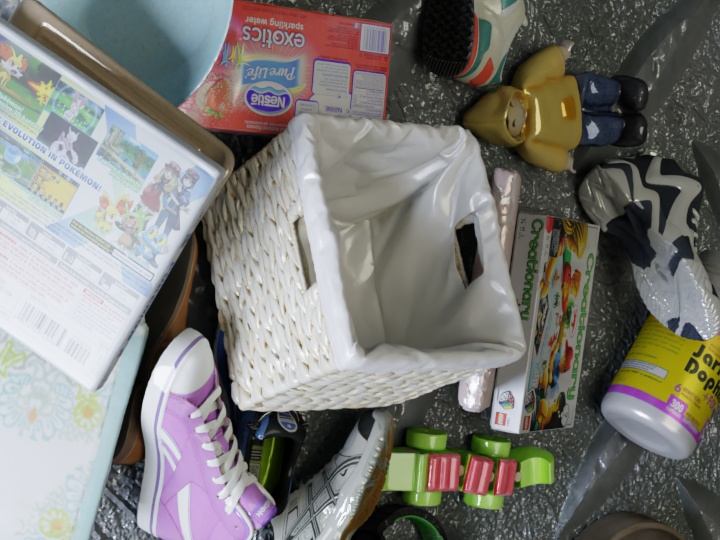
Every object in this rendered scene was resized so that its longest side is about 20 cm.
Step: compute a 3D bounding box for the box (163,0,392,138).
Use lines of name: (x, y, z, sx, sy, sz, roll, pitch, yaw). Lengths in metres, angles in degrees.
box: (-0.082, -0.158, 1.148, 0.198, 0.094, 0.104, 1, 95, -33)

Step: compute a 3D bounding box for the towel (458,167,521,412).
towel: (0.115, 0.013, 1.263, 0.032, 0.191, 0.203, 7, 93, 6)

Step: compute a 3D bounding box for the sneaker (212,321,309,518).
sneaker: (-0.074, 0.110, 1.186, 0.078, 0.089, 0.203, 2, 89, -34)

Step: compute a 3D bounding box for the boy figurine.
boy figurine: (0.183, -0.155, 1.345, 0.198, 0.064, 0.126, -4, 100, -36)

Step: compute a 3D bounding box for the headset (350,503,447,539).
headset: (0.020, 0.295, 1.269, 0.199, 0.093, 0.125, -35, 113, -38)

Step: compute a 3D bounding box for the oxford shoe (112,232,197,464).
oxford shoe: (-0.168, 0.057, 1.142, 0.071, 0.071, 0.203, 19, 89, -59)

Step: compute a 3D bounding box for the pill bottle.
pill bottle: (0.332, 0.082, 1.446, 0.104, 0.104, 0.201, 40, 74, -30)

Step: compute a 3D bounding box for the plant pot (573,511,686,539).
plant pot: (0.311, 0.360, 1.424, 0.198, 0.173, 0.203, -5, 99, -34)

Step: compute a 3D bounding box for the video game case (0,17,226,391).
video game case: (-0.219, -0.046, 0.996, 0.199, 0.022, 0.184, 34, 101, 7)

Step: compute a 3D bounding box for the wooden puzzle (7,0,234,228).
wooden puzzle: (-0.211, -0.064, 1.022, 0.199, 0.037, 0.186, 38, 101, 5)

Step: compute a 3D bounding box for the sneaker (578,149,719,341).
sneaker: (0.316, -0.036, 1.411, 0.129, 0.080, 0.200, -28, 73, -36)

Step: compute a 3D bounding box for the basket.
basket: (0.000, 0.000, 1.139, 0.198, 0.160, 0.201, 1, 70, -41)

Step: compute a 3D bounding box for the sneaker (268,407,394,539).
sneaker: (-0.038, 0.201, 1.224, 0.202, 0.087, 0.076, -64, 161, -18)

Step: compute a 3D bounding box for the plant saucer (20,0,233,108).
plant saucer: (-0.164, -0.206, 1.047, 0.039, 0.199, 0.204, -5, 100, -60)

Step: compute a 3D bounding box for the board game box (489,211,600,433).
board game box: (0.177, 0.050, 1.354, 0.126, 0.034, 0.203, 4, 94, -58)

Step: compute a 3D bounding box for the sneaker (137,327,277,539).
sneaker: (-0.110, 0.142, 1.114, 0.073, 0.113, 0.203, -46, 151, -48)

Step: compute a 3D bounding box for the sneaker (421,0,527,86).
sneaker: (0.115, -0.264, 1.294, 0.093, 0.070, 0.203, 14, 85, -51)

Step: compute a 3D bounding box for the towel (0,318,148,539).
towel: (-0.260, 0.101, 1.063, 0.169, 0.048, 0.203, 16, 84, -12)

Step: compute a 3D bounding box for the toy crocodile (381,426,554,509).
toy crocodile: (0.094, 0.186, 1.325, 0.198, 0.061, 0.069, 8, 91, -34)
